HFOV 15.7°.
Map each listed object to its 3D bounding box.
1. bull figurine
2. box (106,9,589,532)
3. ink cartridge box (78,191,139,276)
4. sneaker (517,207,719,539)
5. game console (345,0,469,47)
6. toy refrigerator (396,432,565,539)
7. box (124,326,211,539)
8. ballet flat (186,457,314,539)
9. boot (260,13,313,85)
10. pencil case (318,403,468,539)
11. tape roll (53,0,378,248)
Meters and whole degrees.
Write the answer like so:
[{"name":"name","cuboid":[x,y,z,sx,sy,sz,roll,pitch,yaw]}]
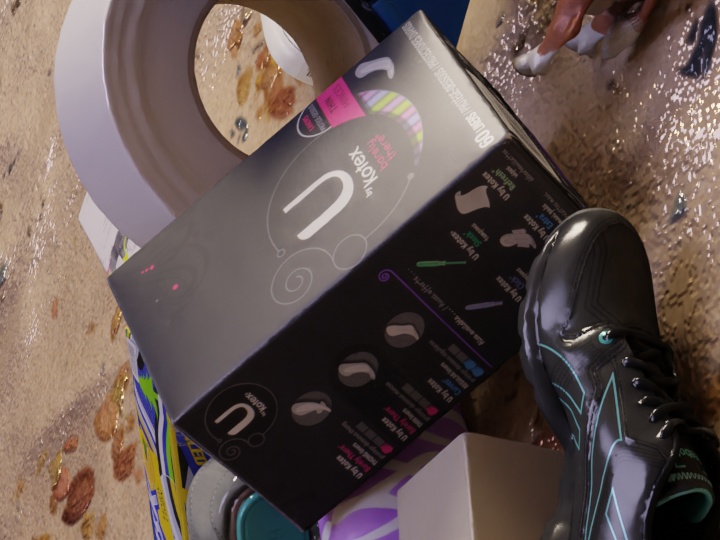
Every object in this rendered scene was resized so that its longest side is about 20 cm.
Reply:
[{"name":"bull figurine","cuboid":[0.100,-0.182,1.238,0.200,0.065,0.121,-104,34,-47]},{"name":"box","cuboid":[0.000,0.000,1.206,0.200,0.106,0.122,-41,38,7]},{"name":"ink cartridge box","cuboid":[-0.074,-0.004,1.448,0.068,0.115,0.200,-68,27,19]},{"name":"sneaker","cuboid":[0.118,0.068,1.090,0.079,0.075,0.200,-20,68,48]},{"name":"game console","cuboid":[-0.033,-0.187,1.301,0.118,0.171,0.200,-23,31,31]},{"name":"toy refrigerator","cuboid":[0.067,0.178,1.118,0.070,0.076,0.200,-47,39,47]},{"name":"box","cuboid":[-0.070,0.122,1.347,0.064,0.070,0.200,-144,45,-62]},{"name":"ballet flat","cuboid":[-0.046,0.183,1.303,0.064,0.067,0.200,21,122,56]},{"name":"boot","cuboid":[-0.018,-0.220,1.498,0.144,0.072,0.200,-59,39,32]},{"name":"pencil case","cuboid":[0.017,0.108,1.256,0.086,0.084,0.200,75,-176,-48]},{"name":"tape roll","cuboid":[-0.054,-0.098,1.356,0.071,0.202,0.203,-16,64,62]}]
